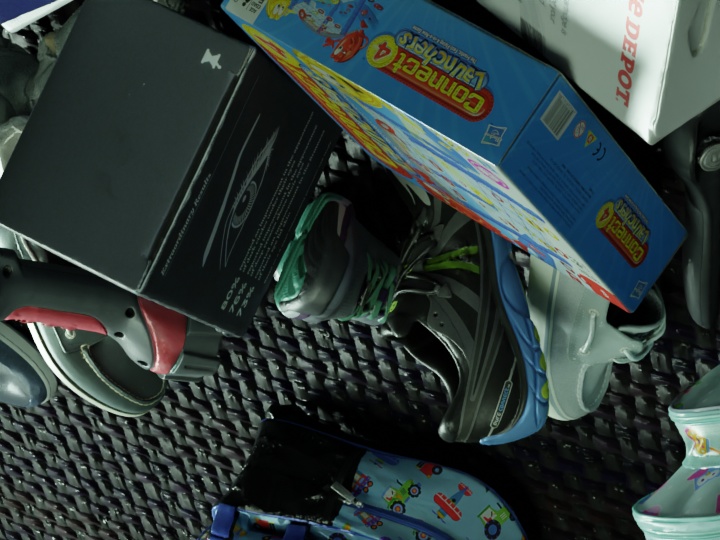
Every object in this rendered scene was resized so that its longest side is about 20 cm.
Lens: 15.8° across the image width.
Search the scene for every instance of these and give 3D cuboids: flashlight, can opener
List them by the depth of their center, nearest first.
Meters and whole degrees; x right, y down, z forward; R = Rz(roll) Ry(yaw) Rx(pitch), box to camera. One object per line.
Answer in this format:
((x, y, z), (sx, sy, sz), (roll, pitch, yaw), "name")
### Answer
((0.195, -0.043, 1.393), (0.063, 0.079, 0.201), (-17, 135, 1), "can opener")
((-0.187, 0.028, 1.683), (0.199, 0.068, 0.068), (8, 166, -25), "flashlight")

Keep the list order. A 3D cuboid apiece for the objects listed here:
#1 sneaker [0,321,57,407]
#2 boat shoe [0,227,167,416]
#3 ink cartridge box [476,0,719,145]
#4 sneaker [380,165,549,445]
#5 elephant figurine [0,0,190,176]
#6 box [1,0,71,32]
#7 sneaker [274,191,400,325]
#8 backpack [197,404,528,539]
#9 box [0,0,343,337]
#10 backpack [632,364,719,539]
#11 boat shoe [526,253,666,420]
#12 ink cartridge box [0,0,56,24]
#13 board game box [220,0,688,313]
((-0.335, 0.084, 1.885), (0.201, 0.146, 0.077), (23, 142, 13), "sneaker")
((-0.186, 0.019, 1.750), (0.062, 0.073, 0.200), (-7, 123, 48), "boat shoe")
((0.104, -0.178, 1.215), (0.200, 0.084, 0.146), (43, 151, 28), "ink cartridge box")
((0.046, 0.005, 1.473), (0.071, 0.082, 0.201), (95, 158, -71), "sneaker")
((-0.185, -0.097, 1.576), (0.199, 0.142, 0.155), (4, 168, 16), "elephant figurine")
((-0.181, -0.255, 1.394), (0.184, 0.105, 0.200), (-20, 120, 47), "box")
((0.000, 0.000, 1.529), (0.087, 0.075, 0.200), (26, -173, -7), "sneaker")
((0.012, 0.203, 1.754), (0.199, 0.135, 0.183), (12, 140, 25), "backpack")
((-0.104, -0.059, 1.452), (0.104, 0.149, 0.200), (25, 177, 17), "box")
((0.248, 0.118, 1.405), (0.175, 0.200, 0.154), (-10, 110, 47), "backpack")
((0.139, 0.021, 1.491), (0.071, 0.070, 0.201), (22, 141, 22), "boat shoe")
((-0.122, -0.241, 1.274), (0.198, 0.199, 0.047), (68, 172, -24), "ink cartridge box")
((0.051, -0.078, 1.347), (0.195, 0.056, 0.200), (32, 174, 34), "board game box")
